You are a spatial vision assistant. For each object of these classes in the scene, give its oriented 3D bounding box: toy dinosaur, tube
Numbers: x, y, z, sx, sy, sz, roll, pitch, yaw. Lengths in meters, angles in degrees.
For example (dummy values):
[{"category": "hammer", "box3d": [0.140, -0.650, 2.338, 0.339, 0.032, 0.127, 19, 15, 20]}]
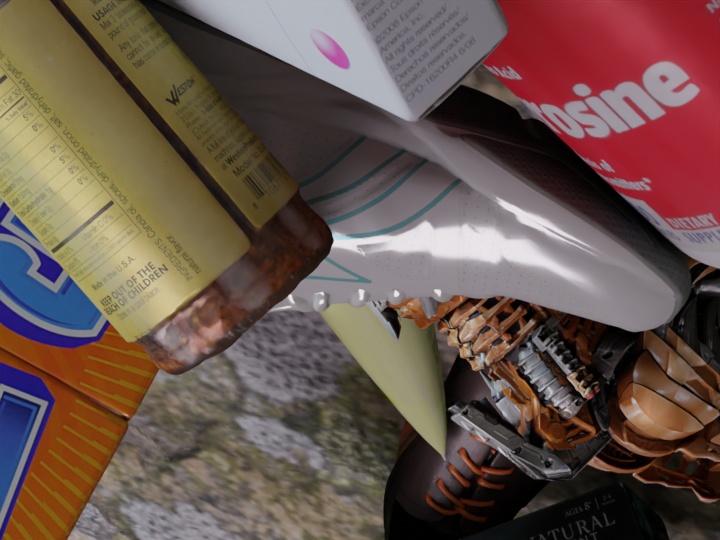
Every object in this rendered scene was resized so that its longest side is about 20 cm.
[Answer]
[{"category": "toy dinosaur", "box3d": [0.089, 0.022, 0.738, 0.102, 0.136, 0.200, -13, 133, 43]}, {"category": "tube", "box3d": [0.000, 0.000, 0.795, 0.052, 0.058, 0.200, 19, 161, 22]}]

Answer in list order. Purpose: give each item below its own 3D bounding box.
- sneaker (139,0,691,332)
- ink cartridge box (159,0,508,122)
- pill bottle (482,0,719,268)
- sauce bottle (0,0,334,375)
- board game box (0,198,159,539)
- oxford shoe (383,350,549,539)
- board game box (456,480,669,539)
[{"category": "sneaker", "box3d": [-0.001, -0.021, 0.660, 0.200, 0.070, 0.080, 23, 107, 3]}, {"category": "ink cartridge box", "box3d": [-0.073, -0.141, 0.538, 0.196, 0.043, 0.200, 30, 160, 46]}, {"category": "pill bottle", "box3d": [0.067, -0.099, 0.595, 0.200, 0.112, 0.112, 41, 145, -25]}, {"category": "sauce bottle", "box3d": [-0.092, -0.064, 0.596, 0.200, 0.066, 0.066, 51, 144, -5]}, {"category": "board game box", "box3d": [-0.186, 0.016, 0.813, 0.199, 0.200, 0.200, 30, 164, -9]}, {"category": "oxford shoe", "box3d": [0.057, 0.069, 0.891, 0.071, 0.073, 0.200, 25, 149, -1]}, {"category": "board game box", "box3d": [0.027, 0.139, 0.920, 0.199, 0.028, 0.135, -20, 164, 9]}]
